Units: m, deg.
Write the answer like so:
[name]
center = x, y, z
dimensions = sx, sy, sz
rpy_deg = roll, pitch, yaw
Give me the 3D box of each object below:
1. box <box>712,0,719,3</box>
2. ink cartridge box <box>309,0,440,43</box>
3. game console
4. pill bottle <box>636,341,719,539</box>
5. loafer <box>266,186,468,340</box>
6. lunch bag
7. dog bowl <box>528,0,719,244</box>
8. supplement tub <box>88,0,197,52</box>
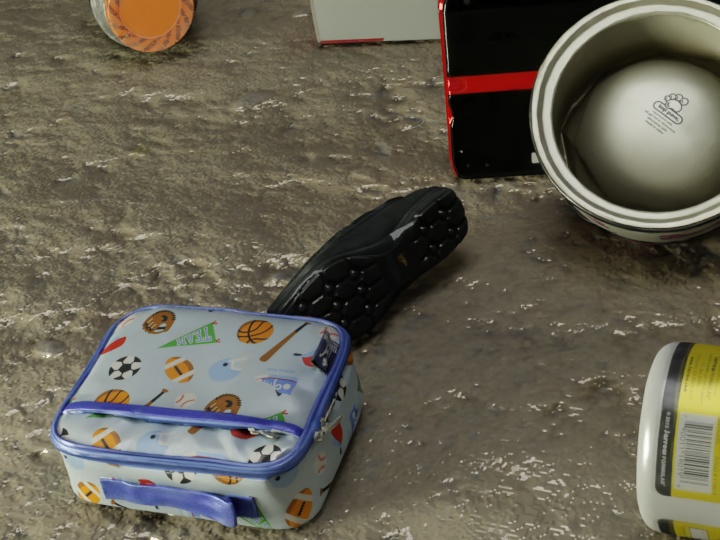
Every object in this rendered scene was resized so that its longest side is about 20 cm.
[box]
center = 0.258, -0.232, 1.303
dimensions = 0.197, 0.119, 0.197
rpy_deg = -12, 33, -6
[ink cartridge box]
center = 0.031, -0.356, 1.523
dimensions = 0.143, 0.146, 0.201
rpy_deg = -1, 33, 13
[game console]
center = 0.167, -0.171, 1.184
dimensions = 0.197, 0.180, 0.031
rpy_deg = -3, 18, 11
[pill bottle]
center = 0.263, 0.106, 0.795
dimensions = 0.197, 0.113, 0.112
rpy_deg = 6, 36, 22
[loafer]
center = 0.000, 0.000, 1.075
dimensions = 0.200, 0.069, 0.070
rpy_deg = -37, 23, -32
[lunch bag]
center = -0.098, 0.097, 0.940
dimensions = 0.197, 0.076, 0.161
rpy_deg = 3, 37, 20
[dog bowl]
center = 0.233, -0.110, 1.093
dimensions = 0.197, 0.074, 0.203
rpy_deg = -5, 68, 11
[supplement tub]
center = -0.250, -0.327, 1.573
dimensions = 0.121, 0.124, 0.201
rpy_deg = -16, 34, -9
